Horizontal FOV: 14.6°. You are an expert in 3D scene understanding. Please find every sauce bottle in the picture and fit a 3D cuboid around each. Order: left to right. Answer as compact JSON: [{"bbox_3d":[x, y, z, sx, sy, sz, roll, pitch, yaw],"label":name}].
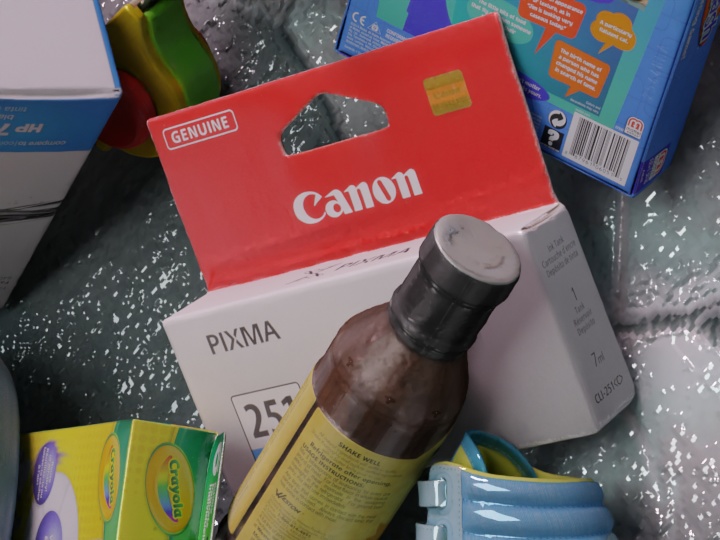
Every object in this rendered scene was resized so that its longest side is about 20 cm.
[{"bbox_3d":[0.005,0.061,1.170,0.200,0.065,0.065,-57,49,36],"label":"sauce bottle"}]

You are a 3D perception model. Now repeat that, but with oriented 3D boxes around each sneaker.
[{"bbox_3d":[0.029,0.140,1.173,0.199,0.079,0.131,-19,80,23],"label":"sneaker"}]

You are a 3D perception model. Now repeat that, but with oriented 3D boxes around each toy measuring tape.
[{"bbox_3d":[-0.083,-0.106,1.327,0.200,0.073,0.074,-38,55,48],"label":"toy measuring tape"}]

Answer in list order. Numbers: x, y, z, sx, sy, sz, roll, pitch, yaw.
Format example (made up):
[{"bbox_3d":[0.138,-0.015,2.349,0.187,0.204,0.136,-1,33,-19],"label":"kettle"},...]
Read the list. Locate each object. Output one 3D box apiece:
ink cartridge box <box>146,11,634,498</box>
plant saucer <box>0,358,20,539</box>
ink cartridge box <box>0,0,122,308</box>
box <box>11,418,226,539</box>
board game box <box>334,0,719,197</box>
[{"bbox_3d":[0.000,0.000,1.216,0.199,0.045,0.177,-15,101,35],"label":"ink cartridge box"},{"bbox_3d":[-0.198,0.118,1.352,0.200,0.036,0.201,-171,90,-72],"label":"plant saucer"},{"bbox_3d":[-0.196,-0.091,1.366,0.200,0.086,0.147,-52,47,50],"label":"ink cartridge box"},{"bbox_3d":[-0.119,0.131,1.277,0.200,0.048,0.118,-12,69,60],"label":"box"},{"bbox_3d":[0.083,-0.151,1.157,0.152,0.045,0.201,28,124,18],"label":"board game box"}]
